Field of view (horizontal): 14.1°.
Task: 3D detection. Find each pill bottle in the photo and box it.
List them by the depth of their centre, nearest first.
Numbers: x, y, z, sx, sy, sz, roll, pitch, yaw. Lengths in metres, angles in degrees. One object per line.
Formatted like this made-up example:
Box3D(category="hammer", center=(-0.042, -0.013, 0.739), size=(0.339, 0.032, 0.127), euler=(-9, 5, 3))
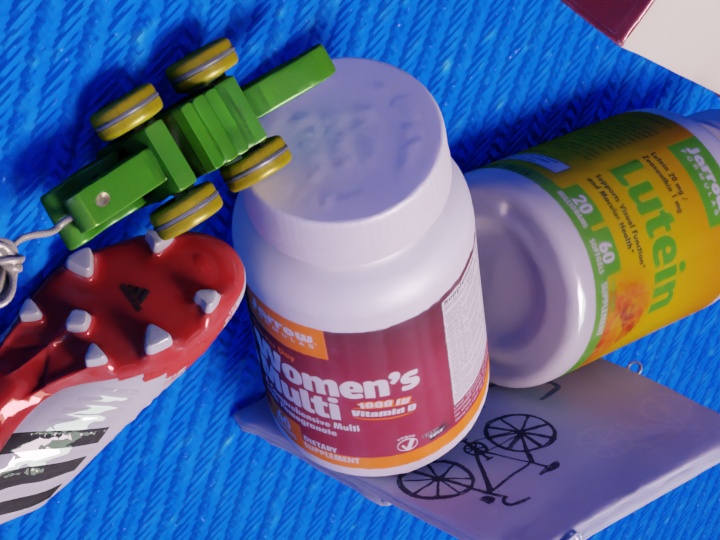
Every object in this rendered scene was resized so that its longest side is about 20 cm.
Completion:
Box3D(category="pill bottle", center=(0.000, 0.000, 1.318), size=(0.110, 0.110, 0.200), euler=(-41, 151, -19))
Box3D(category="pill bottle", center=(0.130, -0.020, 1.490), size=(0.200, 0.111, 0.111), euler=(-22, 141, -43))

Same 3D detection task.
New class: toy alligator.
Box3D(category="toy alligator", center=(-0.094, -0.039, 1.195), size=(0.200, 0.059, 0.054), euler=(-35, -171, -29))

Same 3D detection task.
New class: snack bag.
Box3D(category="snack bag", center=(0.070, 0.080, 1.434), size=(0.188, 0.200, 0.021), euler=(-24, 127, -42))

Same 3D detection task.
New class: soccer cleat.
Box3D(category="soccer cleat", center=(-0.132, 0.056, 1.241), size=(0.200, 0.069, 0.085), euler=(-40, 159, -15))

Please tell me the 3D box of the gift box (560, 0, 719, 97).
Box3D(category="gift box", center=(0.153, -0.188, 1.245), size=(0.200, 0.185, 0.187), euler=(-51, 152, 12))
